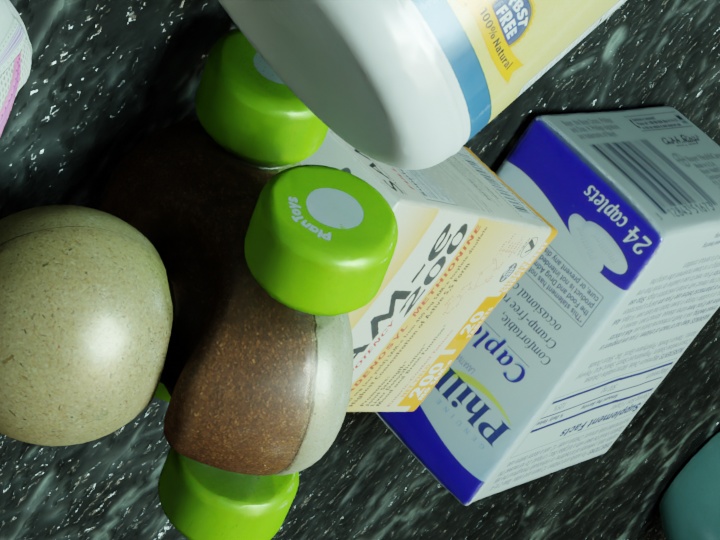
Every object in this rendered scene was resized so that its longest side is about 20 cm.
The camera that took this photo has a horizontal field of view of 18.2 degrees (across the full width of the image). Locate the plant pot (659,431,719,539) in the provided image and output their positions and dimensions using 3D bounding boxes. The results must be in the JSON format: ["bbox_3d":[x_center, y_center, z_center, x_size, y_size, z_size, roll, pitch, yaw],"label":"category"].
[{"bbox_3d":[0.374,0.233,2.083,0.200,0.161,0.201,-38,158,-19],"label":"plant pot"}]

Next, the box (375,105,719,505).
[{"bbox_3d":[0.121,0.015,1.283,0.183,0.105,0.201,-10,139,-58],"label":"box"}]

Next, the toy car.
[{"bbox_3d":[-0.110,0.007,0.857,0.198,0.158,0.165,2,133,-24],"label":"toy car"}]

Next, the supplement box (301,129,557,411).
[{"bbox_3d":[0.000,0.000,1.071,0.126,0.074,0.200,-52,158,15],"label":"supplement box"}]

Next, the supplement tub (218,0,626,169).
[{"bbox_3d":[0.046,-0.148,0.786,0.200,0.145,0.145,-42,159,-10],"label":"supplement tub"}]

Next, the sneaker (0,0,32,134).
[{"bbox_3d":[-0.168,-0.018,0.713,0.200,0.081,0.088,-49,158,13],"label":"sneaker"}]
